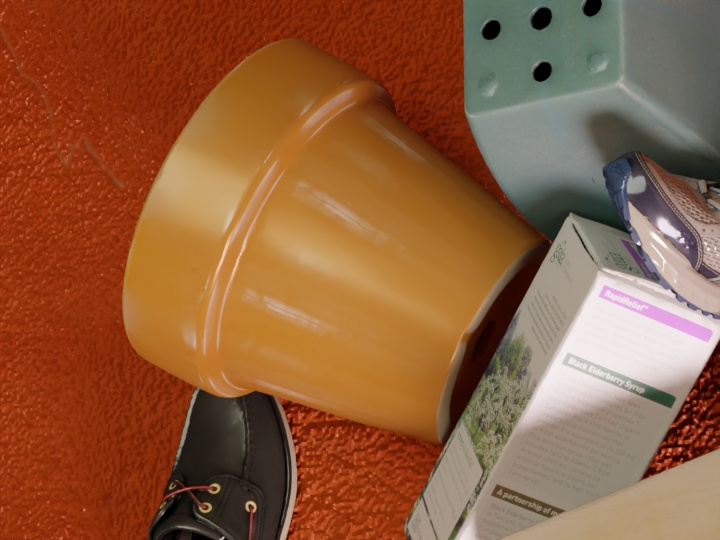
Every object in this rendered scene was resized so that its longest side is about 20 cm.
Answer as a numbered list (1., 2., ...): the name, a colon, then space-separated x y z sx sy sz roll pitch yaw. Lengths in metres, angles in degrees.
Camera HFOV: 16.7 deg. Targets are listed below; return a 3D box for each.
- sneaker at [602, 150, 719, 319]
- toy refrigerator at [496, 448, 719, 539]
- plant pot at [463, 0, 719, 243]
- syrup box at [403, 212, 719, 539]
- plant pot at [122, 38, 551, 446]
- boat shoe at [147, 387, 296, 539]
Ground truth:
1. sneaker: 0.201 -0.018 1.215 0.085 0.199 0.077 -45 38 20
2. toy refrigerator: 0.168 0.140 1.203 0.199 0.076 0.070 -20 60 -9
3. plant pot: 0.140 -0.099 1.278 0.141 0.200 0.142 -10 69 30
4. syrup box: 0.104 0.081 1.274 0.201 0.081 0.079 -62 18 16
5. plant pot: 0.000 0.000 1.355 0.183 0.200 0.201 27 90 20
6. boat shoe: -0.084 0.149 1.429 0.073 0.063 0.203 -6 70 33
